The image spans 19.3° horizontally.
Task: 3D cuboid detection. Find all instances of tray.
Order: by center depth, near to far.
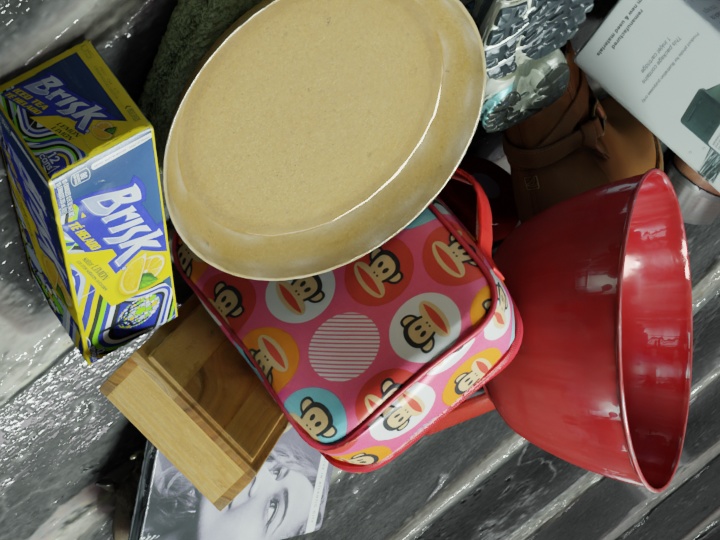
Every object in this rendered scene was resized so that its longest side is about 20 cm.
[{"bbox_3d":[-0.087,0.069,1.290,0.037,0.099,0.200,-44,-177,16],"label":"tray"}]

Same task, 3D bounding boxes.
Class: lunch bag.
[{"bbox_3d":[0.000,0.000,1.271,0.176,0.200,0.082,-39,151,4],"label":"lunch bag"}]

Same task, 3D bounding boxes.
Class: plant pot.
[{"bbox_3d":[-0.022,-0.083,1.165,0.198,0.028,0.201,-19,135,-20],"label":"plant pot"}]

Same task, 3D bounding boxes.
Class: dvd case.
[{"bbox_3d":[-0.083,0.132,1.527,0.199,0.016,0.150,-6,112,-51],"label":"dvd case"}]

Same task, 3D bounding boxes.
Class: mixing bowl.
[{"bbox_3d":[0.137,0.037,1.328,0.107,0.202,0.200,0,166,21],"label":"mixing bowl"}]

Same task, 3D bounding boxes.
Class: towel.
[{"bbox_3d":[-0.047,-0.132,1.171,0.148,0.037,0.201,-14,146,-41],"label":"towel"}]

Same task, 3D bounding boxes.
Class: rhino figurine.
[{"bbox_3d":[-0.142,0.175,1.548,0.087,0.060,0.200,-37,154,-10],"label":"rhino figurine"}]

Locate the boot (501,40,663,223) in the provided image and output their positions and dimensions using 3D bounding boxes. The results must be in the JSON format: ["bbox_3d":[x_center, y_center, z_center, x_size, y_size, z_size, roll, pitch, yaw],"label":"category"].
[{"bbox_3d":[0.143,-0.102,1.443,0.201,0.076,0.156,-59,136,-43],"label":"boot"}]

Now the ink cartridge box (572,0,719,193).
[{"bbox_3d":[0.256,-0.113,1.389,0.083,0.200,0.146,-51,170,27],"label":"ink cartridge box"}]

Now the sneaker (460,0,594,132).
[{"bbox_3d":[0.079,-0.156,1.237,0.077,0.087,0.200,-29,163,-15],"label":"sneaker"}]

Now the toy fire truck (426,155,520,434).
[{"bbox_3d":[0.066,0.024,1.439,0.199,0.168,0.112,-15,148,-41],"label":"toy fire truck"}]

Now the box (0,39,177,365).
[{"bbox_3d":[-0.149,-0.033,1.161,0.064,0.070,0.201,-30,155,-16],"label":"box"}]

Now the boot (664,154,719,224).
[{"bbox_3d":[0.336,-0.133,1.700,0.187,0.069,0.201,2,127,-45],"label":"boot"}]
